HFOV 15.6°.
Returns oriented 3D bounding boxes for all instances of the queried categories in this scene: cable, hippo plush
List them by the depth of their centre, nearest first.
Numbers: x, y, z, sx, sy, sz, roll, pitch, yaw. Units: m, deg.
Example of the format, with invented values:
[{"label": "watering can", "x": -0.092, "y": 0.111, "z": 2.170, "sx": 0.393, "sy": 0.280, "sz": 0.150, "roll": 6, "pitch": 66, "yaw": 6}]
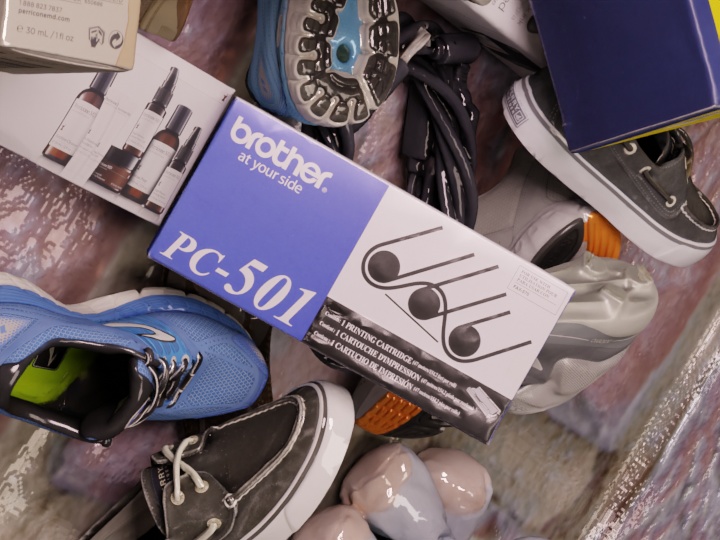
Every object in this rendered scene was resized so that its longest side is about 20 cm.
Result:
[{"label": "cable", "x": 0.012, "y": -0.041, "z": 1.428, "sx": 0.163, "sy": 0.051, "sz": 0.200, "roll": 5, "pitch": 101, "yaw": -62}, {"label": "hippo plush", "x": 0.050, "y": 0.215, "z": 1.564, "sx": 0.159, "sy": 0.161, "sz": 0.200, "roll": -16, "pitch": 122, "yaw": -41}]

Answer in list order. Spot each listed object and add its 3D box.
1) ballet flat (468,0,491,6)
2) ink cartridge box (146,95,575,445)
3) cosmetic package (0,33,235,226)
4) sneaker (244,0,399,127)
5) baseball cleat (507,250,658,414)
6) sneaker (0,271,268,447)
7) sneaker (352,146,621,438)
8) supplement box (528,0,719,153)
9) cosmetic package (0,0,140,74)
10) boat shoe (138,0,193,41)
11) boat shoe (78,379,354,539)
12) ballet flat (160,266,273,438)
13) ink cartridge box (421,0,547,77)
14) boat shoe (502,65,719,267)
[{"label": "ballet flat", "x": 0.076, "y": -0.232, "z": 1.337, "sx": 0.067, "sy": 0.064, "sz": 0.200, "roll": 38, "pitch": 48, "yaw": -56}, {"label": "ink cartridge box", "x": 0.000, "y": 0.000, "z": 1.341, "sx": 0.200, "sy": 0.044, "sz": 0.094, "roll": 30, "pitch": 92, "yaw": -6}, {"label": "cosmetic package", "x": -0.152, "y": -0.095, "z": 1.261, "sx": 0.200, "sy": 0.051, "sz": 0.083, "roll": 27, "pitch": 90, "yaw": -50}, {"label": "sneaker", "x": -0.022, "y": -0.171, "z": 1.338, "sx": 0.078, "sy": 0.090, "sz": 0.200, "roll": 22, "pitch": 76, "yaw": -35}, {"label": "baseball cleat", "x": 0.072, "y": 0.040, "z": 1.444, "sx": 0.200, "sy": 0.070, "sz": 0.107, "roll": 1, "pitch": 132, "yaw": -28}, {"label": "sneaker", "x": -0.125, "y": 0.057, "z": 1.333, "sx": 0.200, "sy": 0.089, "sz": 0.079, "roll": 5, "pitch": 117, "yaw": -42}, {"label": "sneaker", "x": 0.064, "y": 0.013, "z": 1.536, "sx": 0.200, "sy": 0.092, "sz": 0.076, "roll": -45, "pitch": 138, "yaw": 18}, {"label": "supplement box", "x": 0.198, "y": -0.140, "z": 1.394, "sx": 0.200, "sy": 0.109, "sz": 0.109, "roll": -15, "pitch": 89, "yaw": -42}, {"label": "cosmetic package", "x": -0.143, "y": -0.188, "z": 1.128, "sx": 0.073, "sy": 0.103, "sz": 0.200, "roll": 9, "pitch": 88, "yaw": -41}, {"label": "boat shoe", "x": -0.097, "y": -0.161, "z": 1.192, "sx": 0.200, "sy": 0.064, "sz": 0.071, "roll": 124, "pitch": -19, "yaw": -67}, {"label": "boat shoe", "x": -0.085, "y": 0.124, "z": 1.397, "sx": 0.064, "sy": 0.071, "sz": 0.200, "roll": 29, "pitch": 119, "yaw": -34}, {"label": "ballet flat", "x": -0.074, "y": 0.046, "z": 1.434, "sx": 0.067, "sy": 0.046, "sz": 0.200, "roll": -9, "pitch": 117, "yaw": -7}, {"label": "ink cartridge box", "x": 0.115, "y": -0.185, "z": 1.461, "sx": 0.200, "sy": 0.084, "sz": 0.145, "roll": 30, "pitch": 89, "yaw": -50}, {"label": "boat shoe", "x": 0.155, "y": -0.061, "z": 1.472, "sx": 0.057, "sy": 0.069, "sz": 0.200, "roll": -35, "pitch": 142, "yaw": 21}]
